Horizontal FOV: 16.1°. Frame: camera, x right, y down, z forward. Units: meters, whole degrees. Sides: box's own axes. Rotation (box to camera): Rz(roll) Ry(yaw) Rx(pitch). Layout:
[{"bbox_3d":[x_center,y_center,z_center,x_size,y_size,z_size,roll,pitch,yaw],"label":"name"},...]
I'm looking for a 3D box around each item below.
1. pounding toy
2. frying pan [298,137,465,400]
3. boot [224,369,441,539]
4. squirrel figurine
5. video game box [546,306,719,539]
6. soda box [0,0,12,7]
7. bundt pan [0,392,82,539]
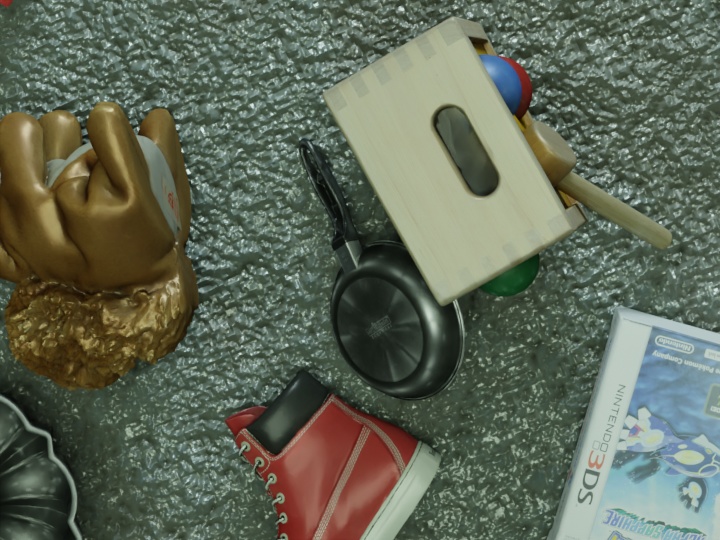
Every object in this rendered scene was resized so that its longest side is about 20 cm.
[{"bbox_3d":[0.096,-0.065,1.688,0.142,0.184,0.201,-30,89,9],"label":"pounding toy"},{"bbox_3d":[0.013,0.000,1.739,0.115,0.031,0.191,-4,104,40],"label":"frying pan"},{"bbox_3d":[-0.054,0.177,1.779,0.144,0.072,0.201,31,91,-2],"label":"boot"},{"bbox_3d":[-0.211,-0.009,1.726,0.186,0.142,0.201,-14,96,11],"label":"squirrel figurine"},{"bbox_3d":[0.248,0.140,1.769,0.199,0.047,0.183,15,102,0],"label":"video game box"},{"bbox_3d":[-0.302,-0.260,1.694,0.199,0.063,0.070,29,108,-19],"label":"soda box"},{"bbox_3d":[-0.289,0.167,1.784,0.201,0.076,0.203,0,99,2],"label":"bundt pan"}]
